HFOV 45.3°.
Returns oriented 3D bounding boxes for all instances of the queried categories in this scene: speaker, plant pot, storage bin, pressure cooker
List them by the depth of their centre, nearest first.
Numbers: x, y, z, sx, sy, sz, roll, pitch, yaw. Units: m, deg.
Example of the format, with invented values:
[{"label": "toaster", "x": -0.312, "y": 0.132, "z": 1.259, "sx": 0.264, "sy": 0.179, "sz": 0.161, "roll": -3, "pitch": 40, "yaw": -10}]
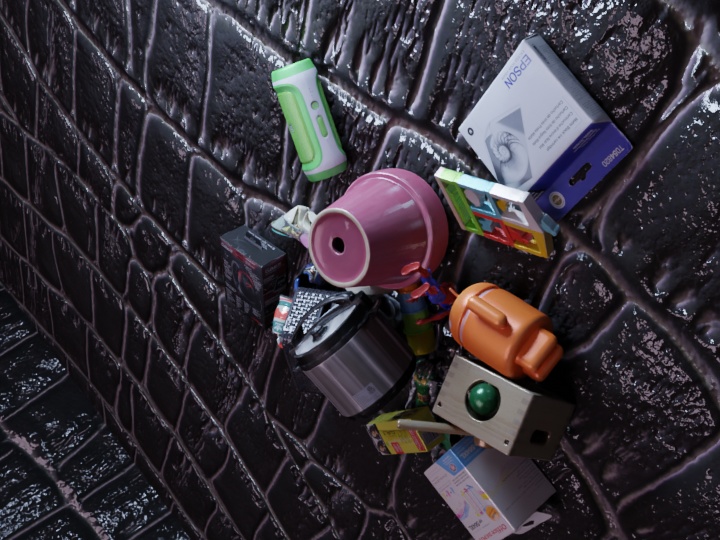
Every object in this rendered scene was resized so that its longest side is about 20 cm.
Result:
[{"label": "plant pot", "x": 0.017, "y": -0.055, "z": 1.415, "sx": 0.198, "sy": 0.178, "sz": 0.203, "roll": 13, "pitch": 112, "yaw": 34}, {"label": "pressure cooker", "x": -0.018, "y": 0.137, "z": 1.516, "sx": 0.200, "sy": 0.176, "sz": 0.178, "roll": 48, "pitch": 157, "yaw": -11}, {"label": "speaker", "x": -0.089, "y": -0.264, "z": 1.523, "sx": 0.088, "sy": 0.088, "sz": 0.202, "roll": 0, "pitch": 115, "yaw": 51}, {"label": "storage bin", "x": -0.082, "y": 0.143, "z": 1.714, "sx": 0.093, "sy": 0.136, "sz": 0.201, "roll": 6, "pitch": 141, "yaw": 15}]

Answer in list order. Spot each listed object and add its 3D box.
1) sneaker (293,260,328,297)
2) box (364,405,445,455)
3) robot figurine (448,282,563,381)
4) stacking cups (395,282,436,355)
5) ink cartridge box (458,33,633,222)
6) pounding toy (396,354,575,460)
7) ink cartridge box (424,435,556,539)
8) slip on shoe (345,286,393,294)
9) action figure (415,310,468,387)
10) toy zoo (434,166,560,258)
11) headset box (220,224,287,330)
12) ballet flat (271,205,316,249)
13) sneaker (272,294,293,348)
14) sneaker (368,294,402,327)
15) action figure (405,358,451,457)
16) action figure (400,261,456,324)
[{"label": "sneaker", "x": -0.107, "y": 0.028, "z": 1.764, "sx": 0.076, "sy": 0.078, "sz": 0.201, "roll": 50, "pitch": 147, "yaw": 15}, {"label": "box", "x": 0.082, "y": 0.312, "z": 1.668, "sx": 0.076, "sy": 0.050, "sz": 0.200, "roll": 62, "pitch": 151, "yaw": -1}, {"label": "robot figurine", "x": 0.221, "y": 0.095, "z": 1.361, "sx": 0.199, "sy": 0.143, "sz": 0.118, "roll": 34, "pitch": 120, "yaw": 38}, {"label": "stacking cups", "x": 0.095, "y": 0.049, "z": 1.547, "sx": 0.060, "sy": 0.060, "sz": 0.202, "roll": 11, "pitch": 120, "yaw": 48}, {"label": "ink cartridge box", "x": 0.246, "y": -0.183, "z": 1.191, "sx": 0.201, "sy": 0.040, "sz": 0.200, "roll": 52, "pitch": 145, "yaw": 11}, {"label": "pounding toy", "x": 0.200, "y": 0.230, "z": 1.377, "sx": 0.183, "sy": 0.199, "sz": 0.144, "roll": 25, "pitch": 93, "yaw": 40}, {"label": "ink cartridge box", "x": 0.238, "y": 0.389, "z": 1.548, "sx": 0.201, "sy": 0.125, "sz": 0.129, "roll": 51, "pitch": 145, "yaw": 14}, {"label": "slip on shoe", "x": 0.000, "y": 0.000, "z": 1.599, "sx": 0.200, "sy": 0.075, "sz": 0.061, "roll": -151, "pitch": 61, "yaw": -65}, {"label": "action figure", "x": 0.157, "y": 0.171, "z": 1.516, "sx": 0.118, "sy": 0.102, "sz": 0.202, "roll": 11, "pitch": 122, "yaw": 36}, {"label": "toy zoo", "x": 0.209, "y": -0.083, "z": 1.282, "sx": 0.199, "sy": 0.021, "sz": 0.132, "roll": 24, "pitch": 158, "yaw": 41}, {"label": "headset box", "x": -0.235, "y": 0.007, "z": 1.916, "sx": 0.148, "sy": 0.075, "sz": 0.202, "roll": 32, "pitch": 137, "yaw": 34}, {"label": "ballet flat", "x": -0.109, "y": -0.085, "z": 1.693, "sx": 0.199, "sy": 0.068, "sz": 0.072, "roll": 32, "pitch": 118, "yaw": 50}, {"label": "sneaker", "x": -0.142, "y": 0.129, "z": 1.810, "sx": 0.070, "sy": 0.094, "sz": 0.200, "roll": 16, "pitch": 159, "yaw": 18}, {"label": "sneaker", "x": 0.041, "y": 0.125, "z": 1.650, "sx": 0.115, "sy": 0.075, "sz": 0.202, "roll": -18, "pitch": 97, "yaw": 58}, {"label": "action figure", "x": 0.127, "y": 0.259, "z": 1.663, "sx": 0.118, "sy": 0.054, "sz": 0.202, "roll": 18, "pitch": 124, "yaw": 48}, {"label": "action figure", "x": 0.103, "y": 0.047, "z": 1.423, "sx": 0.098, "sy": 0.200, "sz": 0.066, "roll": -29, "pitch": 67, "yaw": 19}]
